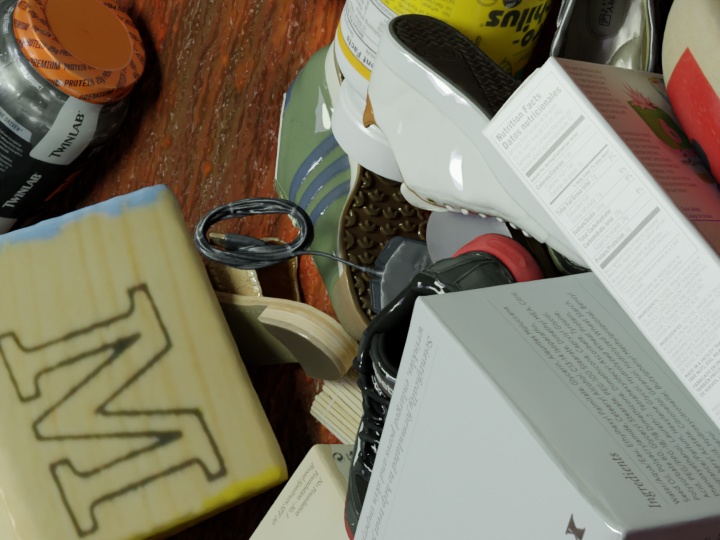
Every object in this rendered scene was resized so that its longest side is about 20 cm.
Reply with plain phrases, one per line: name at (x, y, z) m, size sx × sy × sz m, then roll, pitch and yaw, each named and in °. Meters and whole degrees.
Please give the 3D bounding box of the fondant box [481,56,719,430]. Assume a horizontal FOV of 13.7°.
fondant box at (0.169, -0.013, 1.496) m, size 0.058 × 0.144 × 0.200 m, roll -46°, pitch 67°, yaw 23°

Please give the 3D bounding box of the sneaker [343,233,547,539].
sneaker at (0.028, 0.074, 1.625) m, size 0.071 × 0.098 × 0.201 m, roll 35°, pitch 114°, yaw 26°

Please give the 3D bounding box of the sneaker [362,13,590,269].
sneaker at (0.076, -0.051, 1.622) m, size 0.200 × 0.073 × 0.085 m, roll 46°, pitch 131°, yaw 32°

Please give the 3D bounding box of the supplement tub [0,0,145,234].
supplement tub at (-0.241, -0.106, 2.070) m, size 0.200 × 0.122 × 0.123 m, roll -43°, pitch 52°, yaw 37°

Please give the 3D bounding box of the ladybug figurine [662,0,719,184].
ladybug figurine at (0.217, -0.065, 1.493) m, size 0.072 × 0.135 × 0.200 m, roll -47°, pitch 64°, yaw 27°

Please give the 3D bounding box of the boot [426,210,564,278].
boot at (0.109, 0.046, 1.670) m, size 0.073 × 0.075 × 0.201 m, roll -30°, pitch 74°, yaw 28°

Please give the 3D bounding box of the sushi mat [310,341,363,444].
sushi mat at (0.040, 0.090, 1.776) m, size 0.200 × 0.012 × 0.096 m, roll 40°, pitch 114°, yaw 46°

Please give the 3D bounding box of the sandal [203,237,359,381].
sandal at (-0.056, 0.015, 1.880) m, size 0.070 × 0.078 × 0.211 m, roll -51°, pitch 33°, yaw -17°

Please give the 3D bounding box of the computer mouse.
computer mouse at (0.000, 0.000, 1.748) m, size 0.199 × 0.034 × 0.059 m, roll 17°, pitch 90°, yaw 8°

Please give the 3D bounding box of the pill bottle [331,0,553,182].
pill bottle at (0.050, -0.152, 1.722) m, size 0.113 × 0.112 × 0.201 m, roll 58°, pitch 140°, yaw 39°

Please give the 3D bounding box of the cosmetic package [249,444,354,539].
cosmetic package at (0.017, 0.206, 1.722) m, size 0.104 × 0.073 × 0.200 m, roll -58°, pitch 45°, yaw 31°

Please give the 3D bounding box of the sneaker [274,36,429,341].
sneaker at (-0.011, -0.042, 1.831) m, size 0.090 × 0.067 × 0.201 m, roll -29°, pitch 59°, yaw 51°

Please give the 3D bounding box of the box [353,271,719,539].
box at (0.106, 0.138, 1.513) m, size 0.200 × 0.130 × 0.200 m, roll 51°, pitch 137°, yaw 43°

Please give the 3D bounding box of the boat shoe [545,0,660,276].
boat shoe at (0.129, -0.094, 1.650) m, size 0.073 × 0.065 × 0.201 m, roll 0°, pitch 80°, yaw 9°

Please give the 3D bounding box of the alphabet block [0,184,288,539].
alphabet block at (-0.194, 0.087, 1.852) m, size 0.195 × 0.196 × 0.201 m, roll -32°, pitch 80°, yaw 57°
